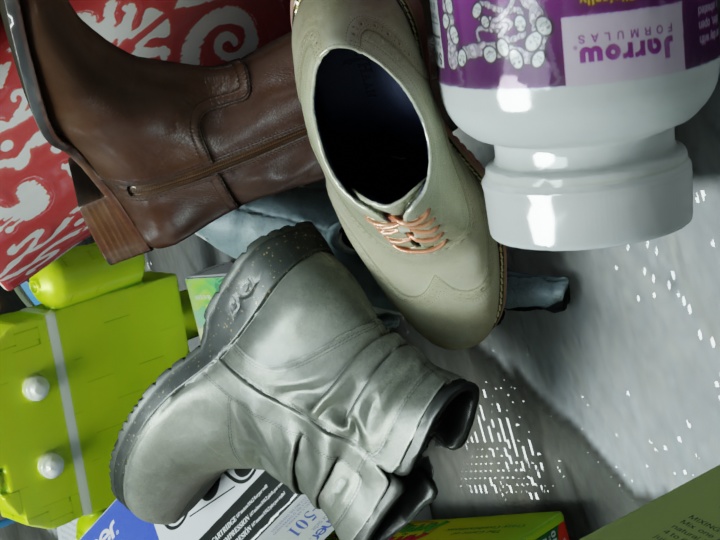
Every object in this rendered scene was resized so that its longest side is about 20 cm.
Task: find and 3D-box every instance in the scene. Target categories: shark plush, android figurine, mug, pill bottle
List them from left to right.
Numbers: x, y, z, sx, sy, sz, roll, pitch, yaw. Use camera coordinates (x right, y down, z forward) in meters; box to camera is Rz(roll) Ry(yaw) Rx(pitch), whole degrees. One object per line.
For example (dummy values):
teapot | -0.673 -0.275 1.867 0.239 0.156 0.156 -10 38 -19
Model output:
mug | -0.143 -0.110 0.757 0.178 0.200 0.133 52 171 -9
android figurine | -0.154 0.075 0.889 0.041 0.199 0.183 5 106 46
shark plush | 0.000 0.000 0.743 0.199 0.083 0.091 27 82 25
pill bottle | 0.081 -0.114 0.591 0.112 0.112 0.201 9 111 49

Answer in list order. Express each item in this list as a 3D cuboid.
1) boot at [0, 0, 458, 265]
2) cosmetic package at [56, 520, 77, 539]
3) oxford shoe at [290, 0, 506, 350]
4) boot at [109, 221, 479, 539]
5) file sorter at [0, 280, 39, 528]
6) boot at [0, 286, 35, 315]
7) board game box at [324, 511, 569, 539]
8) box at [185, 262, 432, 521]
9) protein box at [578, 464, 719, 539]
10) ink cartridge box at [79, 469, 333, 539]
boot | -0.043 -0.098 0.660 0.187 0.199 0.064 74 175 -55
cosmetic package | -0.161 0.125 1.024 0.101 0.074 0.201 11 110 49
oxford shoe | 0.014 -0.032 0.640 0.070 0.074 0.201 -15 126 16
boot | -0.037 0.087 0.710 0.131 0.068 0.200 48 126 21
file sorter | -0.275 0.114 1.119 0.138 0.122 0.201 21 120 45
boot | -0.274 -0.016 0.946 0.144 0.072 0.201 30 151 37
board game box | 0.026 0.184 0.787 0.199 0.047 0.102 -12 96 44
box | -0.028 0.092 0.873 0.144 0.036 0.201 -4 100 51
protein box | 0.158 0.187 0.546 0.198 0.199 0.136 24 123 44
ink cartridge box | -0.086 0.142 0.820 0.200 0.044 0.094 -47 47 22
